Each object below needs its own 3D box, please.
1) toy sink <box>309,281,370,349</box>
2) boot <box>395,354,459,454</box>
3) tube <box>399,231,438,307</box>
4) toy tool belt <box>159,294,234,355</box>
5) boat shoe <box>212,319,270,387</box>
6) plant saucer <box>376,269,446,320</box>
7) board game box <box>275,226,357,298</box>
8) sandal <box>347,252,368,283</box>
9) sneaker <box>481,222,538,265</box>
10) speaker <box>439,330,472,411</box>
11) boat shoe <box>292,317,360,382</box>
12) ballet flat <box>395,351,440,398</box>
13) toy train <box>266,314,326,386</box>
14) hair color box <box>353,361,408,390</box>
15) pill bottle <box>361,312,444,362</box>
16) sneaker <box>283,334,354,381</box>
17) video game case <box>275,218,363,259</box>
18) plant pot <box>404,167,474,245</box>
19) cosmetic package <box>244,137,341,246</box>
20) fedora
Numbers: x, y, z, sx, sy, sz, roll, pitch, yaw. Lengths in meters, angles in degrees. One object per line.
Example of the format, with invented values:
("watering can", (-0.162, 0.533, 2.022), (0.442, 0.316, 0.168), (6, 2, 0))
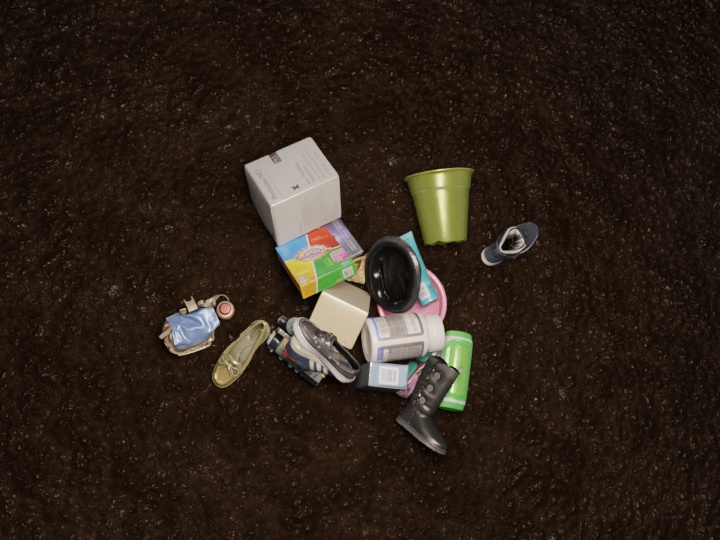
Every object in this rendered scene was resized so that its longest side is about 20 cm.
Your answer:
("toy sink", (-0.055, 0.107, 1.692), (0.128, 0.200, 0.114), (25, 102, -4))
("boot", (0.199, 0.340, 1.664), (0.164, 0.065, 0.202), (31, 90, 30))
("tube", (0.146, -0.003, 1.757), (0.076, 0.050, 0.203), (-23, 78, -11))
("toy tool belt", (-0.404, 0.128, 1.621), (0.197, 0.123, 0.126), (-27, 83, -17))
("boat shoe", (-0.304, 0.208, 1.642), (0.073, 0.063, 0.201), (42, 83, 4))
("plant saucer", (0.137, 0.088, 1.781), (0.196, 0.051, 0.205), (3, 76, -12))
("board game box", (-0.116, -0.024, 1.661), (0.151, 0.041, 0.200), (-24, 38, -14))
("sandal", (0.003, -0.002, 1.751), (0.210, 0.077, 0.071), (-28, 89, -33))
("sneaker", (0.451, -0.091, 1.842), (0.200, 0.146, 0.078), (-32, 82, -19))
("speaker", (0.250, 0.269, 1.741), (0.087, 0.088, 0.204), (12, 74, -8))
("boat shoe", (-0.076, 0.182, 1.557), (0.201, 0.066, 0.070), (49, 38, -2))
("ballet flat", (0.164, 0.257, 1.740), (0.201, 0.069, 0.071), (-49, 120, -11))
("toy train", (-0.147, 0.206, 1.680), (0.199, 0.085, 0.115), (37, 82, -1))
("hair color box", (0.049, 0.270, 1.638), (0.097, 0.200, 0.062), (8, 76, -9))
("pill bottle", (0.108, 0.169, 1.658), (0.196, 0.114, 0.116), (-5, 77, -15))
("sneaker", (-0.104, 0.227, 1.616), (0.198, 0.084, 0.076), (34, 40, -19))
("video game case", (-0.111, -0.056, 1.757), (0.197, 0.019, 0.144), (-28, 63, -17))
("plant pot", (0.227, -0.171, 1.806), (0.196, 0.200, 0.195), (-5, 88, -13))
("cosmetic package", (-0.174, -0.207, 1.707), (0.197, 0.166, 0.166), (-26, 59, -17))
("fedora", (0.101, 0.005, 1.701), (0.091, 0.199, 0.203), (-18, 78, -50))
